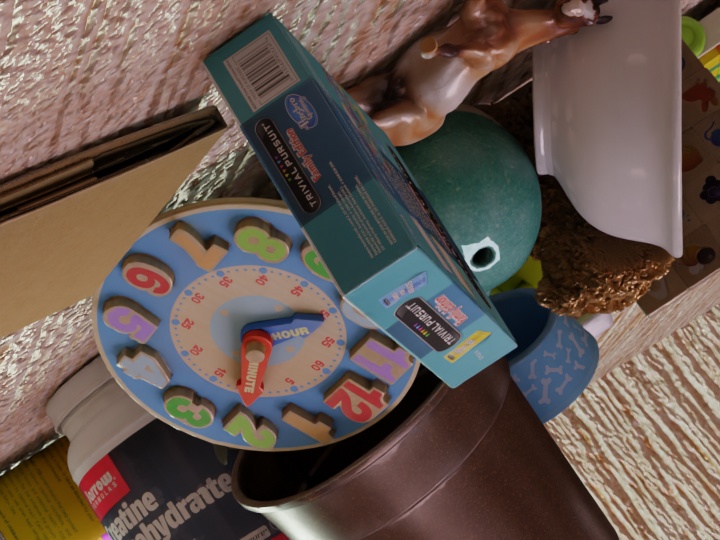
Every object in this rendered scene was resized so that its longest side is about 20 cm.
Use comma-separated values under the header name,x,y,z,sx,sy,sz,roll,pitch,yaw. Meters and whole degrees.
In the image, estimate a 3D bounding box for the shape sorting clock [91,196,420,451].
name,x,y,z,sx,sy,sz,roll,pitch,yaw
shape sorting clock,-0.061,0.037,1.632,0.200,0.200,0.039,-40,-149,33

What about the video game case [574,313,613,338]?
name,x,y,z,sx,sy,sz,roll,pitch,yaw
video game case,0.064,0.051,2.081,0.200,0.182,0.024,-34,127,-13

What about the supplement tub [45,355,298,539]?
name,x,y,z,sx,sy,sz,roll,pitch,yaw
supplement tub,-0.112,0.146,1.877,0.140,0.200,0.140,-33,170,-7

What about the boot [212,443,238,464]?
name,x,y,z,sx,sy,sz,roll,pitch,yaw
boot,-0.025,0.029,1.767,0.199,0.139,0.077,-19,-151,-23

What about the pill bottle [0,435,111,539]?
name,x,y,z,sx,sy,sz,roll,pitch,yaw
pill bottle,-0.214,0.180,1.994,0.200,0.104,0.104,-33,170,-8

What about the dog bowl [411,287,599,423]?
name,x,y,z,sx,sy,sz,roll,pitch,yaw
dog bowl,0.066,0.070,1.901,0.199,0.050,0.112,-15,-147,27

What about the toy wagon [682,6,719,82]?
name,x,y,z,sx,sy,sz,roll,pitch,yaw
toy wagon,0.287,-0.184,2.046,0.200,0.040,0.155,-34,170,-1

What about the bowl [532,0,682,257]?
name,x,y,z,sx,sy,sz,roll,pitch,yaw
bowl,0.152,-0.107,1.680,0.090,0.202,0.201,-1,172,6

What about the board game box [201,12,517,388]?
name,x,y,z,sx,sy,sz,roll,pitch,yaw
board game box,0.003,-0.031,1.437,0.047,0.151,0.200,-34,157,6

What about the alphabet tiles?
name,x,y,z,sx,sy,sz,roll,pitch,yaw
alphabet tiles,0.179,-0.067,1.828,0.166,0.200,0.006,-33,149,-2

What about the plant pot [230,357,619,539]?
name,x,y,z,sx,sy,sz,roll,pitch,yaw
plant pot,0.053,0.151,1.784,0.200,0.198,0.200,-34,-161,14

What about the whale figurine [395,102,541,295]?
name,x,y,z,sx,sy,sz,roll,pitch,yaw
whale figurine,0.030,-0.004,1.674,0.159,0.104,0.200,28,103,-41

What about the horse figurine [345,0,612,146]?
name,x,y,z,sx,sy,sz,roll,pitch,yaw
horse figurine,0.037,-0.111,1.581,0.200,0.050,0.132,-39,164,21

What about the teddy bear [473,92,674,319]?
name,x,y,z,sx,sy,sz,roll,pitch,yaw
teddy bear,0.132,-0.045,1.788,0.145,0.200,0.067,-27,145,-28

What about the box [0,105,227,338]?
name,x,y,z,sx,sy,sz,roll,pitch,yaw
box,-0.173,-0.010,1.467,0.163,0.021,0.200,-26,167,-38

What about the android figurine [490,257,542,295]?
name,x,y,z,sx,sy,sz,roll,pitch,yaw
android figurine,0.110,-0.017,2.008,0.182,0.041,0.200,-57,-165,0
